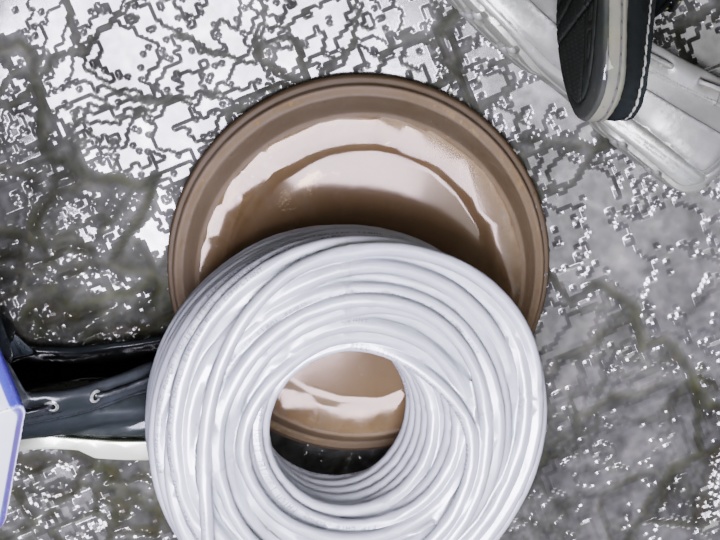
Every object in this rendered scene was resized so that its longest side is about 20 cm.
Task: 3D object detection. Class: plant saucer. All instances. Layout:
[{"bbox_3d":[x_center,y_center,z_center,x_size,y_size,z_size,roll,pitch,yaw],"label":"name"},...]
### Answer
[{"bbox_3d":[0.000,0.000,1.120,0.199,0.029,0.201,-1,104,-4],"label":"plant saucer"}]

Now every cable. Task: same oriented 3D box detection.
[{"bbox_3d":[-0.007,0.076,1.080,0.199,0.069,0.201,-16,107,-10],"label":"cable"}]

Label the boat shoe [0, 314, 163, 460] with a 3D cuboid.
[{"bbox_3d":[-0.171,0.055,1.098,0.198,0.075,0.066,4,109,-7],"label":"boat shoe"}]

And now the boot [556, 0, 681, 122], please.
[{"bbox_3d":[0.176,-0.151,1.031,0.153,0.074,0.204,12,63,-10],"label":"boot"}]

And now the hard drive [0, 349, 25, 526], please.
[{"bbox_3d":[-0.206,0.010,1.012,0.025,0.132,0.201,-16,65,-22],"label":"hard drive"}]

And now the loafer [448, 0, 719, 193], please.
[{"bbox_3d":[0.112,-0.119,1.080,0.200,0.070,0.070,38,92,-17],"label":"loafer"}]
